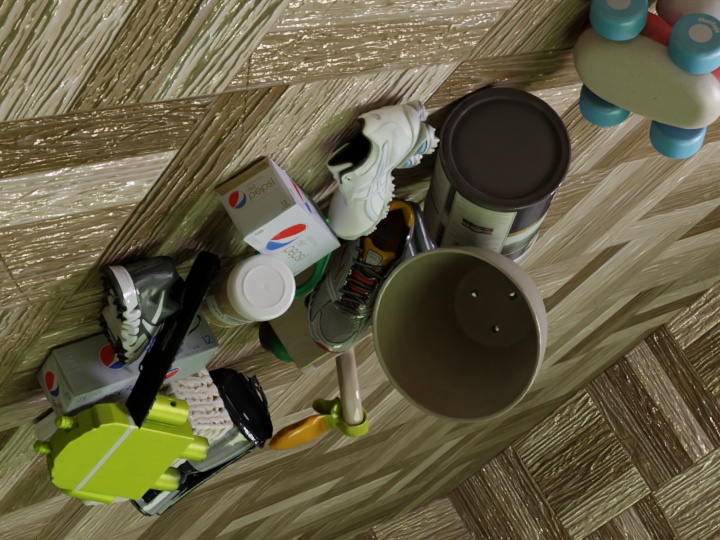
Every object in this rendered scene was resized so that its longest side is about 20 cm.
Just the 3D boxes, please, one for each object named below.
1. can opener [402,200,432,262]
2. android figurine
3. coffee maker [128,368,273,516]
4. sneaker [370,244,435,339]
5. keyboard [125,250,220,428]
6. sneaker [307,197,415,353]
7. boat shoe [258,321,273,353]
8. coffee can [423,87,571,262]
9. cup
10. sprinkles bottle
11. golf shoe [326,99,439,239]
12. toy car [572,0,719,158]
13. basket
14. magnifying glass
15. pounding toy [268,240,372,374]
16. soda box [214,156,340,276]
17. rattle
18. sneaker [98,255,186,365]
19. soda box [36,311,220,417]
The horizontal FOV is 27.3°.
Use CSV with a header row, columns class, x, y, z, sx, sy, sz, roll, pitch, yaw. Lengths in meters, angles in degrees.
class,x,y,z,sx,sy,sz,roll,pitch,yaw
can opener,0.064,0.007,1.873,0.053,0.200,0.067,-34,-150,-32
android figurine,-0.278,0.207,1.705,0.200,0.041,0.182,17,126,-39
coffee maker,-0.228,0.239,2.049,0.200,0.135,0.192,-33,165,9
sneaker,0.054,-0.005,1.967,0.100,0.069,0.200,-70,179,-52
keyboard,-0.194,0.073,1.606,0.200,0.040,0.104,-62,-158,6
sneaker,0.000,0.000,1.690,0.200,0.078,0.082,-64,-178,-12
boat shoe,-0.031,0.065,1.951,0.202,0.075,0.075,-13,162,19
coffee can,0.152,-0.101,1.707,0.146,0.147,0.200,-28,164,-13
cup,0.133,0.057,1.693,0.200,0.200,0.143,-40,174,28
sprinkles bottle,-0.126,0.025,1.606,0.068,0.068,0.200,-26,-177,-17
golf shoe,-0.005,-0.107,1.569,0.097,0.078,0.200,-3,143,-33
toy car,0.351,-0.266,1.640,0.200,0.177,0.184,-55,160,-26
basket,-0.276,0.192,1.838,0.200,0.124,0.136,-36,164,14
magnifying glass,-0.042,-0.045,1.685,0.200,0.080,0.022,-43,-158,11
pounding toy,-0.060,0.035,1.798,0.200,0.142,0.184,-32,174,-3
soda box,-0.084,-0.054,1.566,0.068,0.064,0.200,-32,165,4
rattle,-0.060,0.136,2.044,0.143,0.201,0.130,-11,178,15
sneaker,-0.228,0.042,1.583,0.090,0.067,0.200,-23,160,-20
soda box,-0.266,0.104,1.704,0.200,0.064,0.068,-19,160,-37
